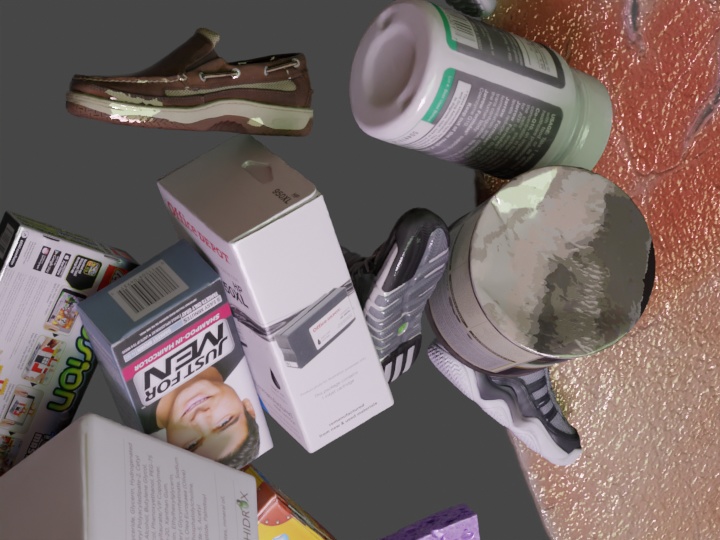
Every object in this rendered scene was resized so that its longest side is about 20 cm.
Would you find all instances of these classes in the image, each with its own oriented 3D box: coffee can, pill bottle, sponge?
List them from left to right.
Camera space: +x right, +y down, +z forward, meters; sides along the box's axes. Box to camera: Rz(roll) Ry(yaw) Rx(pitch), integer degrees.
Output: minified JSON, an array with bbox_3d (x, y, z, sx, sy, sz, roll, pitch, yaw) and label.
[{"bbox_3d":[0.064,0.321,1.701,0.111,0.030,0.202,-20,120,-23],"label":"sponge"},{"bbox_3d":[0.099,-0.136,1.466,0.199,0.113,0.114,15,103,-35],"label":"pill bottle"},{"bbox_3d":[0.137,0.005,1.470,0.145,0.200,0.148,1,83,-8],"label":"coffee can"}]

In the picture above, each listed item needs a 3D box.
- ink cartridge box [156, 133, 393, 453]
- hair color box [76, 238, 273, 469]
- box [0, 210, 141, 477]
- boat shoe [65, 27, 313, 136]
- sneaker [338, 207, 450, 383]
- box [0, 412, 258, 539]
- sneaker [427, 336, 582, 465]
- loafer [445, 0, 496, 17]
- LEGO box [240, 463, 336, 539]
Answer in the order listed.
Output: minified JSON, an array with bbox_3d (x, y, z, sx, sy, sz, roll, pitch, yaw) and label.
[{"bbox_3d":[-0.066,0.016,1.412,0.084,0.144,0.201,-29,123,-17],"label":"ink cartridge box"},{"bbox_3d":[-0.140,0.084,1.420,0.099,0.061,0.201,-32,139,-18],"label":"hair color box"},{"bbox_3d":[-0.255,0.066,1.386,0.109,0.035,0.201,20,99,-36],"label":"box"},{"bbox_3d":[-0.125,-0.142,1.360,0.201,0.074,0.076,0,97,-38],"label":"boat shoe"},{"bbox_3d":[0.000,0.000,1.456,0.075,0.115,0.201,-30,152,-32],"label":"sneaker"},{"bbox_3d":[-0.195,0.252,1.362,0.171,0.202,0.198,27,132,-36],"label":"box"},{"bbox_3d":[0.155,0.087,1.623,0.114,0.075,0.200,-50,125,0],"label":"sneaker"},{"bbox_3d":[0.062,-0.287,1.410,0.070,0.075,0.201,-49,133,-18],"label":"loafer"},{"bbox_3d":[-0.110,0.283,1.546,0.200,0.077,0.149,-48,127,-4],"label":"LEGO box"}]
